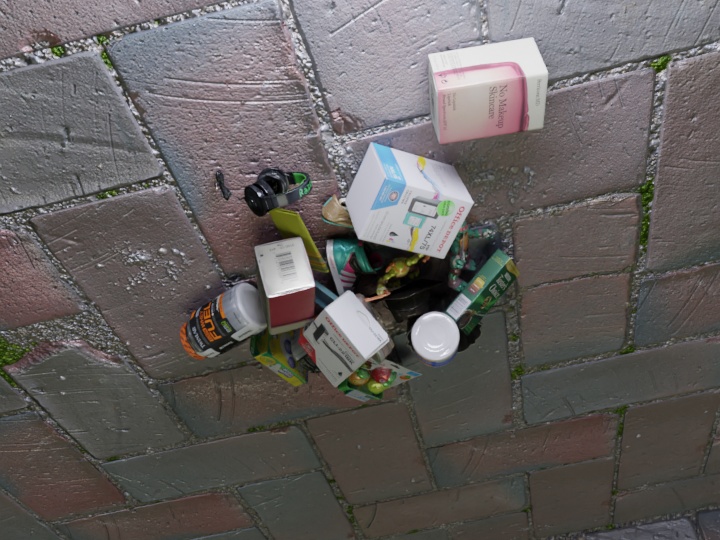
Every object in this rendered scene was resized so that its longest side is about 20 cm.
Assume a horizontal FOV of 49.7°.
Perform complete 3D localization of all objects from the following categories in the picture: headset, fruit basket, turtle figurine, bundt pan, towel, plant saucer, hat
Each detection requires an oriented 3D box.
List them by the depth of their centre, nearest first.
[{"bbox_3d":[-0.194,-0.169,1.544,0.198,0.124,0.095,-5,118,24],"label":"headset"},{"bbox_3d":[-0.133,-0.067,1.703,0.085,0.018,0.201,13,149,30],"label":"towel"},{"bbox_3d":[0.234,-0.053,1.754,0.149,0.100,0.201,-39,150,-26],"label":"turtle figurine"},{"bbox_3d":[0.084,0.003,1.759,0.200,0.065,0.161,-41,172,-1],"label":"turtle figurine"},{"bbox_3d":[-0.063,0.078,1.808,0.019,0.199,0.070,-38,148,-26],"label":"plant saucer"},{"bbox_3d":[0.113,0.078,1.810,0.198,0.201,0.082,-15,95,8],"label":"hat"},{"bbox_3d":[0.208,0.136,1.978,0.199,0.076,0.203,-5,139,-4],"label":"bundt pan"},{"bbox_3d":[0.035,0.287,2.092,0.184,0.095,0.199,25,149,-33],"label":"fruit basket"}]

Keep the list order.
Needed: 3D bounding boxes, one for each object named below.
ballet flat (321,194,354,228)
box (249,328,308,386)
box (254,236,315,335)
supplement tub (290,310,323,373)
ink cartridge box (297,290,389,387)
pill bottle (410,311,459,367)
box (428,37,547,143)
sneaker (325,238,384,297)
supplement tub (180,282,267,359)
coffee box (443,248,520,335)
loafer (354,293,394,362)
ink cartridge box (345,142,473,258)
[{"bbox_3d":[0.012,-0.118,1.676,0.198,0.068,0.073,17,113,-21],"label":"ballet flat"},{"bbox_3d":[-0.203,0.194,1.945,0.048,0.118,0.200,-23,138,26],"label":"box"},{"bbox_3d":[-0.166,0.037,1.718,0.108,0.129,0.201,-13,155,-11],"label":"box"},{"bbox_3d":[-0.070,0.158,1.923,0.122,0.124,0.199,30,126,-36],"label":"supplement tub"},{"bbox_3d":[-0.041,0.156,1.746,0.084,0.145,0.200,-36,173,-35],"label":"ink cartridge box"},{"bbox_3d":[0.176,0.167,1.826,0.111,0.113,0.200,-11,166,3],"label":"pill bottle"},{"bbox_3d":[0.229,-0.325,1.415,0.197,0.110,0.129,-9,139,1],"label":"box"},{"bbox_3d":[0.000,0.000,1.785,0.119,0.084,0.201,-7,136,12],"label":"sneaker"},{"bbox_3d":[-0.322,0.125,1.831,0.199,0.124,0.122,-31,135,23],"label":"supplement tub"},{"bbox_3d":[0.288,0.052,1.829,0.200,0.044,0.123,-49,151,0],"label":"coffee box"},{"bbox_3d":[0.027,0.125,1.817,0.063,0.072,0.201,-39,129,-25],"label":"loafer"},{"bbox_3d":[0.096,-0.140,1.572,0.198,0.147,0.148,12,123,-23],"label":"ink cartridge box"}]
